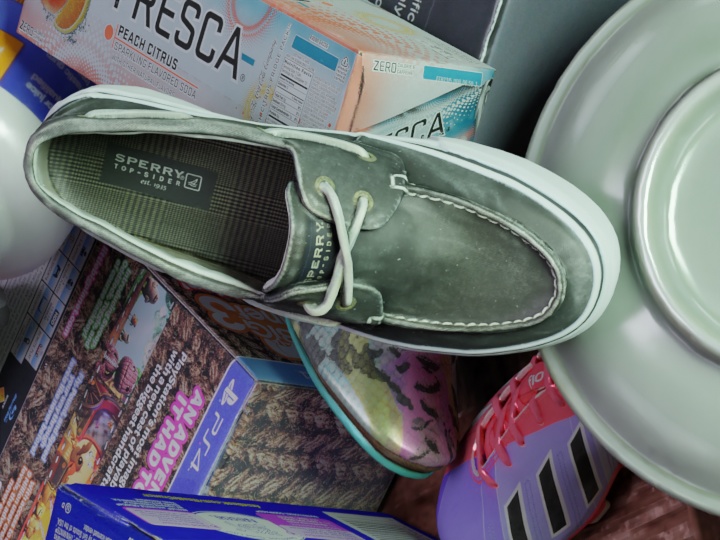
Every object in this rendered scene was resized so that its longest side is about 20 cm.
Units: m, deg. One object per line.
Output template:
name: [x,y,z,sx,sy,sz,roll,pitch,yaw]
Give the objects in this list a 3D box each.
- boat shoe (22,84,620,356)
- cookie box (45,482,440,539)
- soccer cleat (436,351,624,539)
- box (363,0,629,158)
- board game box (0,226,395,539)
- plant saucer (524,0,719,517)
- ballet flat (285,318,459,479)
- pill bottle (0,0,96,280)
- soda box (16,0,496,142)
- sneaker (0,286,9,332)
boat shoe: [-0.017,-0.010,0.911,0.198,0.071,0.073,11,105,8]
cookie box: [-0.054,0.194,1.091,0.075,0.170,0.201,22,100,50]
soccer cleat: [0.082,0.042,1.037,0.200,0.076,0.067,-43,54,34]
box: [0.035,-0.127,1.088,0.200,0.117,0.198,31,107,47]
board game box: [-0.090,0.066,1.205,0.200,0.096,0.160,44,115,42]
plant saucer: [0.145,-0.016,0.927,0.199,0.050,0.202,-2,82,13]
ballet flat: [0.000,0.000,1.127,0.071,0.069,0.200,-54,33,16]
pill bottle: [-0.151,-0.068,1.148,0.112,0.112,0.201,-21,31,43]
soda box: [-0.043,-0.081,1.029,0.200,0.068,0.064,34,111,44]
sneaker: [-0.205,0.080,1.222,0.082,0.075,0.200,47,119,8]
